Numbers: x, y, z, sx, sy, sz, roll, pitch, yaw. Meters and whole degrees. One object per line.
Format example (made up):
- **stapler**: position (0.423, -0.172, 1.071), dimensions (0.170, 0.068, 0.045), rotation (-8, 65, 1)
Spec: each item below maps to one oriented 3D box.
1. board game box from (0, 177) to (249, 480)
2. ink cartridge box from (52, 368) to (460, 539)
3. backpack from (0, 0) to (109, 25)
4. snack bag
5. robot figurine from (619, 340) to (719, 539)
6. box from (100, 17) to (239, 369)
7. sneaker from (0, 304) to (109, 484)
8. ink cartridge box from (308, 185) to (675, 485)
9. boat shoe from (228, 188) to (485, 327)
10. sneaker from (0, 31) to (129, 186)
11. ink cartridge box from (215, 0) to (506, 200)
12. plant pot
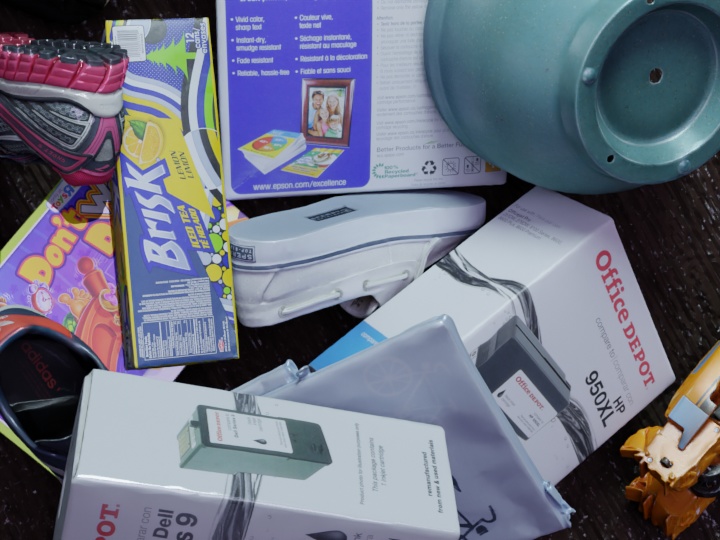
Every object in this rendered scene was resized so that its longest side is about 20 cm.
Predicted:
- **board game box**: position (-0.164, 0.020, 0.810), dimensions (0.134, 0.045, 0.201), rotation (39, 78, -7)
- **ink cartridge box**: position (-0.064, 0.147, 0.688), dimensions (0.197, 0.085, 0.147), rotation (10, 124, -12)
- **backpack**: position (-0.226, -0.236, 0.765), dimensions (0.198, 0.167, 0.128), rotation (23, 79, -17)
- **snack bag**: position (0.002, 0.120, 0.740), dimensions (0.198, 0.022, 0.189), rotation (-26, 122, 13)
- **robot figurine**: position (0.259, 0.081, 0.869), dimensions (0.058, 0.146, 0.200), rotation (35, 72, 30)
- **box**: position (-0.116, -0.044, 0.767), dimensions (0.063, 0.070, 0.203), rotation (-4, 86, -15)
- **sneaker**: position (-0.148, 0.103, 0.739), dimensions (0.200, 0.084, 0.075), rotation (44, 77, -12)
- **ink cartridge box**: position (0.088, 0.065, 0.819), dimensions (0.199, 0.084, 0.145), rotation (-38, 123, -13)
- **boat shoe**: position (0.002, 0.001, 0.826), dimensions (0.200, 0.074, 0.087), rotation (-16, 114, -41)
- **sneaker**: position (-0.214, -0.099, 0.746), dimensions (0.080, 0.198, 0.076), rotation (-13, 112, -45)
- **ink cartridge box**: position (0.005, -0.149, 0.818), dimensions (0.195, 0.044, 0.203), rotation (-4, 116, -11)
- **plant pot**: position (0.152, -0.130, 0.769), dimensions (0.197, 0.134, 0.203), rotation (-8, 117, -16)
